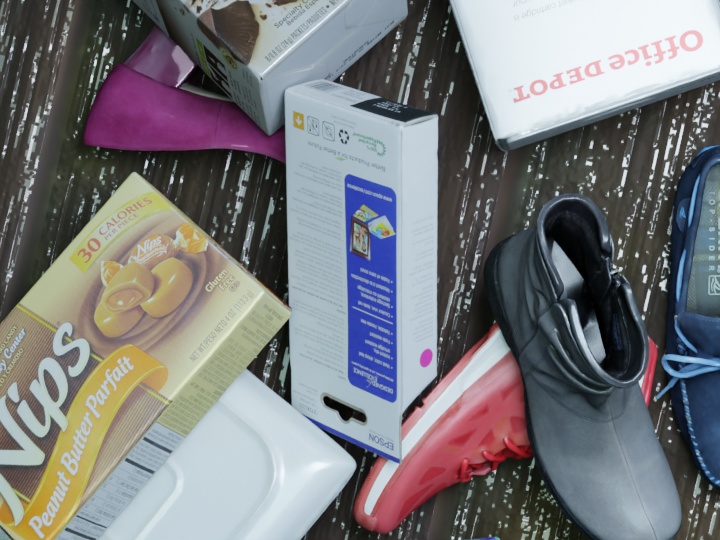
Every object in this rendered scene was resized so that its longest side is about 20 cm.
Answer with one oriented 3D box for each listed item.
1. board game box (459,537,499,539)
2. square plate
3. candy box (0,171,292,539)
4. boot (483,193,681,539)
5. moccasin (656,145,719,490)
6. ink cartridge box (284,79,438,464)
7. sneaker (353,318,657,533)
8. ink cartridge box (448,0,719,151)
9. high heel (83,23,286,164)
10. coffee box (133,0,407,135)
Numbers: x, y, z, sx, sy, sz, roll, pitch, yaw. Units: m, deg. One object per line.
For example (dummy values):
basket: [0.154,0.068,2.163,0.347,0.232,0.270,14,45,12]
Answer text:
board game box: [0.001,0.242,1.230,0.199,0.045,0.153,-6,86,-34]
square plate: [-0.136,0.129,1.282,0.198,0.028,0.200,39,89,20]
candy box: [-0.149,0.058,1.257,0.115,0.055,0.200,41,91,23]
boot: [0.127,0.063,1.181,0.069,0.132,0.201,-27,89,-11]
moccasin: [0.203,0.029,1.263,0.080,0.068,0.202,-9,87,10]
ink cartridge box: [0.000,0.000,1.230,0.094,0.037,0.202,21,118,42]
sneaker: [0.094,0.098,1.268,0.115,0.078,0.200,41,92,6]
ink cartridge box: [0.118,-0.187,1.272,0.145,0.086,0.201,-18,88,4]
high heel: [-0.066,-0.062,1.296,0.200,0.067,0.096,37,96,13]
coffee box: [-0.081,-0.192,1.259,0.113,0.080,0.200,-42,72,-13]
